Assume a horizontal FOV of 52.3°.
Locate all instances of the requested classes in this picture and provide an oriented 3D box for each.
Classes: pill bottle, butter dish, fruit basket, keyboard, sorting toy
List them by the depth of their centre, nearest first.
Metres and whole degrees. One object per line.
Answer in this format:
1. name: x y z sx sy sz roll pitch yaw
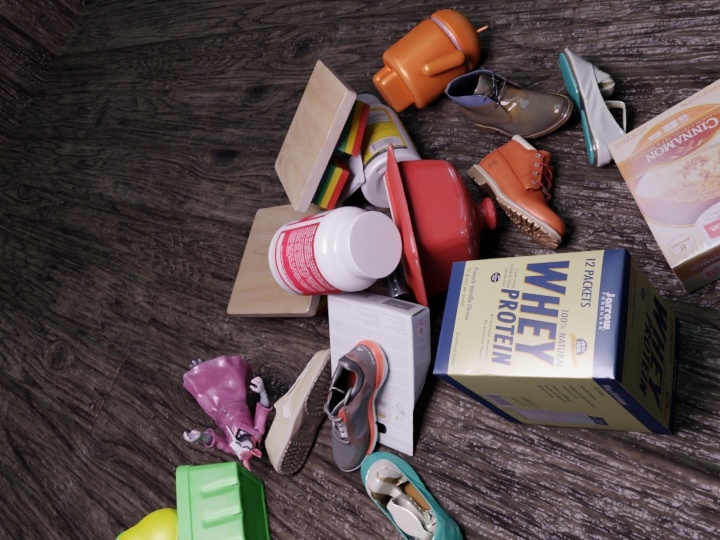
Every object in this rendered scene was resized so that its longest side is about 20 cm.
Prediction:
1. pill bottle: -0.035 -0.025 1.001 0.199 0.112 0.113 -7 59 56
2. butter dish: 0.121 -0.065 1.034 0.146 0.201 0.201 -14 59 4
3. fruit basket: -0.242 0.395 1.065 0.213 0.156 0.218 -13 52 18
4. sorting toy: -0.056 -0.212 1.185 0.200 0.069 0.200 -64 26 20
5. pill bottle: 0.030 -0.207 1.227 0.111 0.111 0.201 -37 45 18
6. keyboard: -0.031 -0.144 1.231 0.200 0.011 0.057 148 122 -67
7. sorting toy: -0.114 -0.009 1.255 0.198 0.069 0.201 -3 65 41

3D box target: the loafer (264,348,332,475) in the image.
1. loafer: -0.091 0.204 1.109 0.068 0.076 0.202 21 81 40

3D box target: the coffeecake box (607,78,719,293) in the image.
1. coffeecake box: 0.404 -0.100 0.858 0.153 0.073 0.202 -30 49 23

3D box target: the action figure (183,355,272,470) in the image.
1. action figure: -0.201 0.228 1.126 0.133 0.150 0.201 -22 51 -12

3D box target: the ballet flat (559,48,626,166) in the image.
1. ballet flat: 0.330 -0.232 1.021 0.069 0.069 0.202 -25 55 28

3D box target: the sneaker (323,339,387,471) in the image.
1. sneaker: -0.024 0.190 1.001 0.077 0.081 0.202 24 116 37

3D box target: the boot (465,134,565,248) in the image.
1. boot: 0.237 -0.116 1.021 0.107 0.075 0.201 -39 46 6

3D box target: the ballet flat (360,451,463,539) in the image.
1. ballet flat: 0.051 0.289 0.935 0.068 0.070 0.200 -55 43 0

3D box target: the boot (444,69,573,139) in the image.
1. boot: 0.211 -0.246 1.079 0.199 0.096 0.075 14 82 56

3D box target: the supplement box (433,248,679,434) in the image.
1. supplement box: 0.223 0.084 0.813 0.198 0.200 0.136 -4 63 38

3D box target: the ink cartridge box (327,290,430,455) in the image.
1. ink cartridge box: 0.025 0.136 1.032 0.161 0.057 0.202 12 114 43

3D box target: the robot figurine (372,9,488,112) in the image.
1. robot figurine: 0.119 -0.351 1.224 0.199 0.144 0.117 -38 79 3

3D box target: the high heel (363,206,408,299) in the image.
1. high heel: 0.000 0.000 1.110 0.200 0.071 0.144 -37 65 54
